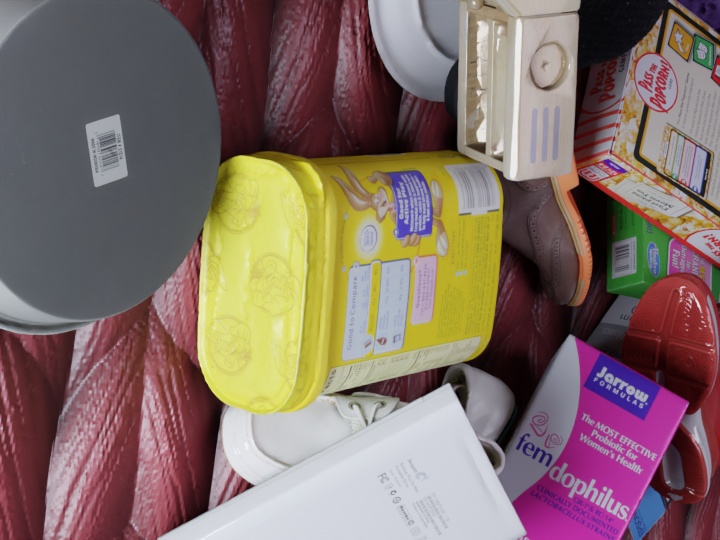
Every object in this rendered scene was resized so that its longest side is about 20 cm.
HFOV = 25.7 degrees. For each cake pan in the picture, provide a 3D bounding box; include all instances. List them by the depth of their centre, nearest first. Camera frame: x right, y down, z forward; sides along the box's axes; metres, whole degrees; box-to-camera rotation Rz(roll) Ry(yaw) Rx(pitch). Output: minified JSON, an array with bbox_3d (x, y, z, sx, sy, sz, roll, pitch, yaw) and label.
[{"bbox_3d":[-0.146,-0.063,0.826,0.199,0.036,0.203,-15,111,-46],"label":"cake pan"}]

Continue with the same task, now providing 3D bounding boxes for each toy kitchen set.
[{"bbox_3d":[0.045,-0.131,0.892,0.198,0.163,0.183,-9,111,-25],"label":"toy kitchen set"}]

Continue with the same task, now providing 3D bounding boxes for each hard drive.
[{"bbox_3d":[-0.008,0.163,0.967,0.198,0.026,0.133,-28,128,2],"label":"hard drive"}]

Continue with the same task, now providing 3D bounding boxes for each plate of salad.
[{"bbox_3d":[0.068,-0.211,1.029,0.199,0.048,0.202,-27,130,-37],"label":"plate of salad"}]

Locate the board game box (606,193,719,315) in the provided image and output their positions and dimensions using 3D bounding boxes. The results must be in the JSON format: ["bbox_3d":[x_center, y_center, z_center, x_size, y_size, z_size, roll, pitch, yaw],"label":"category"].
[{"bbox_3d":[0.278,-0.043,1.250,0.198,0.040,0.155,12,73,-35],"label":"board game box"}]

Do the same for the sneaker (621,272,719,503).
[{"bbox_3d":[0.260,0.070,1.222,0.115,0.078,0.202,-42,139,-44],"label":"sneaker"}]

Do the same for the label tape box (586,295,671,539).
[{"bbox_3d":[0.236,0.100,1.290,0.200,0.066,0.144,-49,131,-27],"label":"label tape box"}]

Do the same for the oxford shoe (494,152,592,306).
[{"bbox_3d":[0.121,-0.042,1.133,0.072,0.072,0.201,-19,135,1],"label":"oxford shoe"}]

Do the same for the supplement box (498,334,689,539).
[{"bbox_3d":[0.140,0.163,1.126,0.202,0.100,0.103,-61,173,-12],"label":"supplement box"}]

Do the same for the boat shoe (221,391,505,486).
[{"bbox_3d":[0.007,0.106,0.992,0.198,0.069,0.072,11,65,-36],"label":"boat shoe"}]

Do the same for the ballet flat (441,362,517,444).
[{"bbox_3d":[0.042,0.149,1.088,0.201,0.069,0.070,-60,137,-26],"label":"ballet flat"}]

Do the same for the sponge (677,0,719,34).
[{"bbox_3d":[0.275,-0.238,1.210,0.201,0.110,0.030,62,36,-38],"label":"sponge"}]

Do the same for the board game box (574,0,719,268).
[{"bbox_3d":[0.254,-0.102,1.189,0.199,0.046,0.153,30,64,-29],"label":"board game box"}]

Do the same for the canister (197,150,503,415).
[{"bbox_3d":[0.000,0.000,0.976,0.199,0.086,0.151,-8,106,-49],"label":"canister"}]

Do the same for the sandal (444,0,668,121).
[{"bbox_3d":[0.129,-0.165,1.061,0.199,0.045,0.076,-29,137,-21],"label":"sandal"}]
